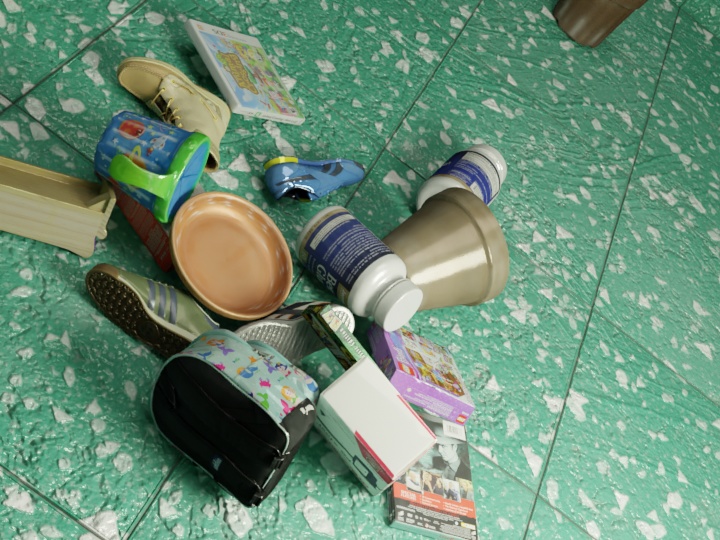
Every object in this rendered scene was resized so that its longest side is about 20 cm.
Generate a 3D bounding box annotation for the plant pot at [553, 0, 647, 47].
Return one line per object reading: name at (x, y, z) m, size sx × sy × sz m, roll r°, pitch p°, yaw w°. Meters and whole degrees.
plant pot at (0.593, -0.673, 2.749) m, size 0.199 × 0.198 × 0.201 m, roll 21°, pitch 43°, yaw -21°

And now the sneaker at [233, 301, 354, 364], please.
sneaker at (-0.112, 0.096, 1.608) m, size 0.198 × 0.079 × 0.079 m, roll -13°, pitch 102°, yaw -25°

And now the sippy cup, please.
sippy cup at (-0.297, -0.154, 1.555) m, size 0.129 × 0.178 × 0.140 m, roll 27°, pitch 70°, yaw 2°

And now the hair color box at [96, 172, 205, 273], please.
hair color box at (-0.292, -0.103, 1.650) m, size 0.110 × 0.064 × 0.201 m, roll -21°, pitch 71°, yaw -45°

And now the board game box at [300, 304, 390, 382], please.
board game box at (-0.004, 0.131, 1.546) m, size 0.023 × 0.105 × 0.201 m, roll -41°, pitch 100°, yaw -17°

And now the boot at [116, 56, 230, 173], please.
boot at (-0.303, -0.244, 1.759) m, size 0.199 × 0.073 × 0.156 m, roll 30°, pitch 37°, yaw -23°

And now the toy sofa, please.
toy sofa at (-0.444, -0.098, 1.526) m, size 0.198 × 0.098 × 0.083 m, roll 16°, pitch 21°, yaw -27°

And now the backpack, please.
backpack at (-0.162, 0.175, 1.416) m, size 0.199 × 0.178 × 0.151 m, roll 33°, pitch 36°, yaw 7°

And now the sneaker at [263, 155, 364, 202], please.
sneaker at (-0.072, -0.144, 1.864) m, size 0.199 × 0.066 × 0.079 m, roll -2°, pitch 67°, yaw -39°

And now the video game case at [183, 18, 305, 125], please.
video game case at (-0.200, -0.344, 1.937) m, size 0.181 × 0.022 × 0.201 m, roll 2°, pitch 53°, yaw -54°

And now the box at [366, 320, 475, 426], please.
box at (0.087, 0.148, 1.675) m, size 0.136 × 0.039 × 0.200 m, roll 27°, pitch 15°, yaw -16°

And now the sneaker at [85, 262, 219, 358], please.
sneaker at (-0.278, 0.051, 1.527) m, size 0.200 × 0.067 × 0.090 m, roll 38°, pitch 33°, yaw -3°

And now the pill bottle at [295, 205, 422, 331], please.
pill bottle at (0.000, 0.000, 1.714) m, size 0.111 × 0.112 × 0.200 m, roll -17°, pitch 51°, yaw -45°

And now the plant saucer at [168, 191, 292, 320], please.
plant saucer at (-0.189, -0.018, 1.591) m, size 0.199 × 0.037 × 0.202 m, roll 22°, pitch 51°, yaw -29°

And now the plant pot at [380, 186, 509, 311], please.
plant pot at (0.114, -0.016, 1.814) m, size 0.172 × 0.200 × 0.201 m, roll -22°, pitch 68°, yaw -28°

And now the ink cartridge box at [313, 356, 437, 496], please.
ink cartridge box at (0.013, 0.214, 1.493) m, size 0.084 × 0.200 × 0.145 m, roll -39°, pitch 80°, yaw -16°

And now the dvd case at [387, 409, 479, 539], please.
dvd case at (0.102, 0.297, 1.630) m, size 0.145 × 0.022 × 0.201 m, roll 19°, pitch 46°, yaw -24°

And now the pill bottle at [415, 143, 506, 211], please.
pill bottle at (0.190, -0.152, 2.029) m, size 0.116 × 0.116 × 0.200 m, roll 43°, pitch 40°, yaw 3°
